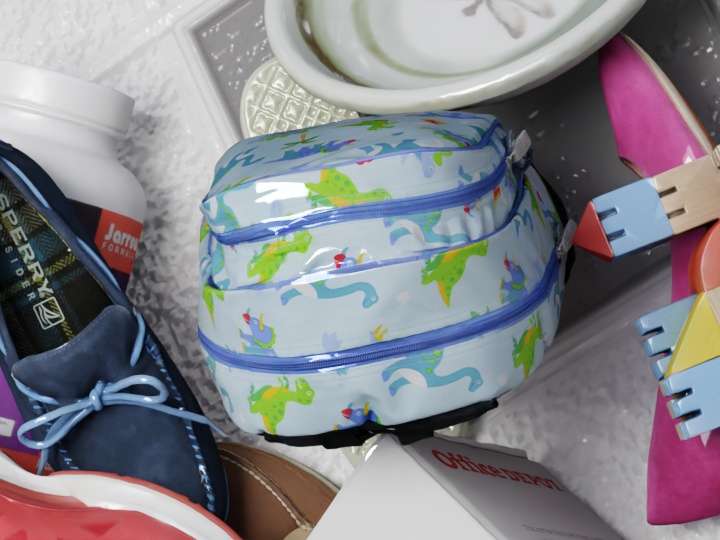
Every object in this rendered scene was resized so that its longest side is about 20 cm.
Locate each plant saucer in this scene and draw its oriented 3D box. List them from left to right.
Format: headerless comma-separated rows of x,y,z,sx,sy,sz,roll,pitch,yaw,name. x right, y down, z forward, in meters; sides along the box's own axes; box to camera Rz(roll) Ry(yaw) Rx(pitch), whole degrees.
0.058,-0.130,1.238,0.200,0.050,0.200,-17,43,17,plant saucer

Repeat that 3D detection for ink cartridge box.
0.085,0.160,1.139,0.200,0.146,0.086,41,102,28,ink cartridge box

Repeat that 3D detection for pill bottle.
-0.164,0.009,1.318,0.112,0.112,0.200,13,87,29,pill bottle

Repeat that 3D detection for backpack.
0.004,0.001,1.125,0.163,0.200,0.154,-4,117,7,backpack

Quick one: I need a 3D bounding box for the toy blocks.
0.170,0.021,1.117,0.137,0.100,0.200,-22,85,-1,toy blocks

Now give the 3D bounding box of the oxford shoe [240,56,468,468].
0.000,0.000,1.269,0.075,0.058,0.200,-20,86,1,oxford shoe

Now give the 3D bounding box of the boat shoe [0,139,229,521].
-0.128,0.037,1.226,0.084,0.069,0.200,-36,87,-2,boat shoe

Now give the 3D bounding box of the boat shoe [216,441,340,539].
-0.019,0.146,1.239,0.200,0.072,0.076,45,102,27,boat shoe

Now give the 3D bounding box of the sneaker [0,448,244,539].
-0.144,0.135,1.177,0.200,0.116,0.078,17,132,11,sneaker

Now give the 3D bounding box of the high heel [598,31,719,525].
0.121,0.003,1.196,0.096,0.067,0.200,-28,82,9,high heel
